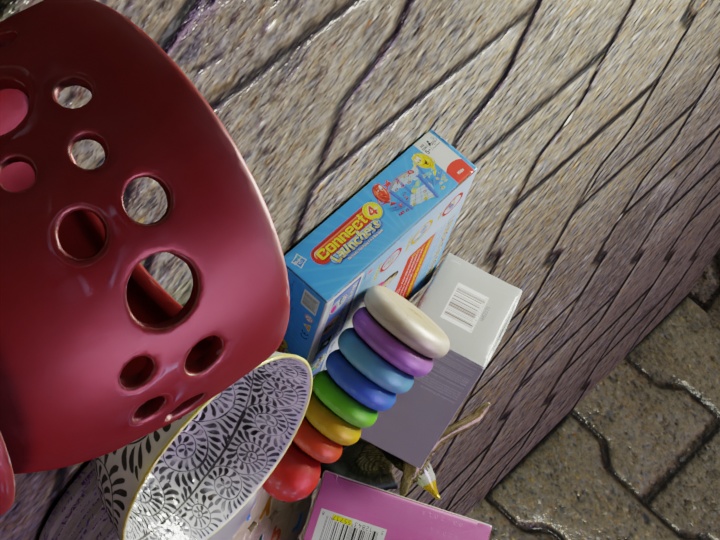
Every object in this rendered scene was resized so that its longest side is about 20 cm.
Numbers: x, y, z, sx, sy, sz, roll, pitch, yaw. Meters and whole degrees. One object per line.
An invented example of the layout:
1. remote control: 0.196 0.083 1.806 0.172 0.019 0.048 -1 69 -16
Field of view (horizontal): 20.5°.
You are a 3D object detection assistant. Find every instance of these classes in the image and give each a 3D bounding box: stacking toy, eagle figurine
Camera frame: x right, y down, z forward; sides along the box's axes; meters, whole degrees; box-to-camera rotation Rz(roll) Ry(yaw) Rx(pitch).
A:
1. stacking toy: -0.014 0.114 1.679 0.200 0.085 0.085 -53 167 8
2. eagle figurine: 0.038 0.177 2.073 0.151 0.152 0.200 -4 -173 -14

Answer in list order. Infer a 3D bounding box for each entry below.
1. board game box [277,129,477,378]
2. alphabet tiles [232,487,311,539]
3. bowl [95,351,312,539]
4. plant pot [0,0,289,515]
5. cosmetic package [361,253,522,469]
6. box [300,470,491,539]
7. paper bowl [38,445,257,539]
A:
1. board game box: 0.000 0.000 1.733 0.196 0.056 0.200 -42 166 -29
2. alphabet tiles: -0.115 0.289 1.983 0.200 0.015 0.196 -20 131 -59
3. bowl: -0.138 0.119 1.509 0.201 0.094 0.201 -43 156 -24
4. plant pot: -0.160 0.003 0.907 0.182 0.200 0.201 -35 163 -24
5. cosmetic package: 0.069 0.088 1.881 0.107 0.090 0.200 -61 176 -36
6. box: 0.028 0.283 2.025 0.200 0.175 0.097 105 4 -80
7. paper bowl: -0.166 0.200 1.666 0.201 0.104 0.201 -46 168 -12
